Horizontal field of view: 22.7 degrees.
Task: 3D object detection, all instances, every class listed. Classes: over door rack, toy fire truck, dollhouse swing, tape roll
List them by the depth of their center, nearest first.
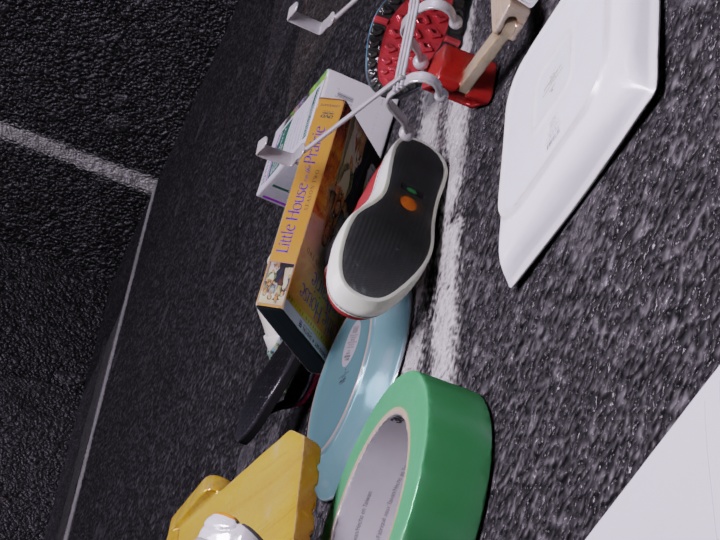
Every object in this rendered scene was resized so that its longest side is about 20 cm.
[{"bbox_3d":[0.023,0.167,1.172,0.200,0.048,0.202,-160,90,-77],"label":"tape roll"},{"bbox_3d":[-0.056,0.250,1.296,0.175,0.182,0.201,-28,32,24],"label":"dollhouse swing"},{"bbox_3d":[0.116,-0.218,1.376,0.200,0.048,0.142,143,145,-67],"label":"toy fire truck"},{"bbox_3d":[0.011,-0.172,1.441,0.199,0.066,0.149,-20,50,46],"label":"over door rack"}]

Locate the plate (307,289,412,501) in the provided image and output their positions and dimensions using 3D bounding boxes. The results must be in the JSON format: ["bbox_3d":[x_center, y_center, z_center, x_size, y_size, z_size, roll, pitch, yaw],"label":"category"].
[{"bbox_3d":[-0.008,0.091,1.482,0.200,0.025,0.202,-160,90,-78],"label":"plate"}]

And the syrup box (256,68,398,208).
[{"bbox_3d":[-0.037,-0.123,1.818,0.200,0.081,0.079,144,146,-67],"label":"syrup box"}]

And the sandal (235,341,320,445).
[{"bbox_3d":[-0.049,0.081,1.665,0.201,0.045,0.075,-57,17,-6],"label":"sandal"}]

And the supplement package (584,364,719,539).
[{"bbox_3d":[0.126,0.163,0.489,0.192,0.146,0.201,-86,21,-52],"label":"supplement package"}]

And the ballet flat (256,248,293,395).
[{"bbox_3d":[-0.065,0.019,1.750,0.074,0.074,0.201,153,135,-73],"label":"ballet flat"}]

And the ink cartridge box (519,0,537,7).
[{"bbox_3d":[0.104,-0.307,1.279,0.145,0.084,0.200,-49,38,19],"label":"ink cartridge box"}]

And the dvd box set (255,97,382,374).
[{"bbox_3d":[-0.029,-0.028,1.566,0.146,0.029,0.201,56,-135,-57],"label":"dvd box set"}]

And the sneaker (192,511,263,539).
[{"bbox_3d":[-0.071,0.255,1.118,0.092,0.201,0.076,-34,13,-24],"label":"sneaker"}]

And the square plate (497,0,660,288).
[{"bbox_3d":[0.138,-0.121,1.175,0.200,0.028,0.199,122,164,-45],"label":"square plate"}]

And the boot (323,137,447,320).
[{"bbox_3d":[0.000,0.000,1.448,0.145,0.072,0.200,-54,7,40],"label":"boot"}]

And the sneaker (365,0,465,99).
[{"bbox_3d":[0.059,-0.232,1.629,0.096,0.079,0.201,116,179,-70],"label":"sneaker"}]
